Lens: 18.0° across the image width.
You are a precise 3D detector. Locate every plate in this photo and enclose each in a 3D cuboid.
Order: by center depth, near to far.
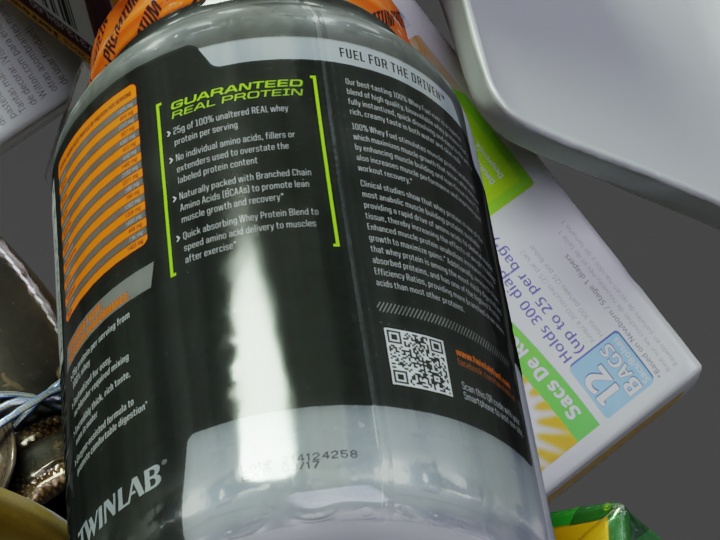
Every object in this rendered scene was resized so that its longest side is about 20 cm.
[{"bbox_3d":[0.086,-0.091,0.796,0.199,0.032,0.201,20,41,-38],"label":"plate"}]

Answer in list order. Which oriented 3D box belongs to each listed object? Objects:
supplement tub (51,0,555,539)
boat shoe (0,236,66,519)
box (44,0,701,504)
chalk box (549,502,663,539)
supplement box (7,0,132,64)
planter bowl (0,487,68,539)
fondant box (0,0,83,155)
[{"bbox_3d":[-0.020,0.015,0.607,0.122,0.123,0.201,3,50,-14],"label":"supplement tub"},{"bbox_3d":[-0.096,0.066,0.725,0.072,0.072,0.201,-22,79,-24],"label":"boat shoe"},{"bbox_3d":[0.000,0.000,0.760,0.112,0.101,0.200,-36,83,-24],"label":"box"},{"bbox_3d":[0.063,0.165,0.681,0.123,0.200,0.125,-13,63,25],"label":"chalk box"},{"bbox_3d":[-0.044,-0.167,0.708,0.110,0.086,0.200,37,70,19],"label":"supplement box"},{"bbox_3d":[-0.131,0.155,0.571,0.200,0.083,0.202,13,72,-45],"label":"planter bowl"},{"bbox_3d":[-0.136,-0.118,0.767,0.200,0.058,0.145,-36,96,-20],"label":"fondant box"}]
